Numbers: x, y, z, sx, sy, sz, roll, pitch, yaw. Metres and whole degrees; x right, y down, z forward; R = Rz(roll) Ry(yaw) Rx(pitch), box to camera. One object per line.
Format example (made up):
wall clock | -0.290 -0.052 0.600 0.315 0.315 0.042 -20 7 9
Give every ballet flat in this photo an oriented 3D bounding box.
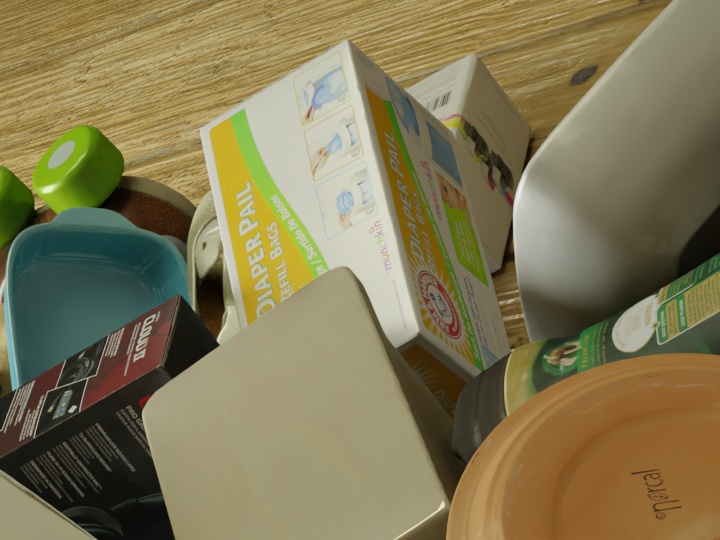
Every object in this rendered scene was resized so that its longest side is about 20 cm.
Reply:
ballet flat | -0.067 0.023 1.614 0.067 0.063 0.201 -1 58 -4

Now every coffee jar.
coffee jar | 0.142 0.058 1.248 0.199 0.104 0.086 -28 25 24

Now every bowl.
bowl | 0.165 -0.036 1.338 0.074 0.200 0.200 36 70 25

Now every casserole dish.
casserole dish | -0.149 0.061 1.620 0.039 0.120 0.201 -42 51 53

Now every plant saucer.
plant saucer | 0.133 0.107 1.113 0.199 0.032 0.201 -2 45 2

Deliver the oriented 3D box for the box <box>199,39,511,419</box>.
box | 0.000 0.000 1.474 0.101 0.112 0.201 -29 51 21

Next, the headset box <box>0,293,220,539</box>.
headset box | -0.119 0.119 1.472 0.199 0.149 0.077 -28 24 20

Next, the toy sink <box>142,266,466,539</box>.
toy sink | -0.007 0.118 1.315 0.130 0.112 0.200 -35 35 7

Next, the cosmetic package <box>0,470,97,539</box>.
cosmetic package | -0.202 0.203 1.391 0.104 0.073 0.201 -49 -11 -42

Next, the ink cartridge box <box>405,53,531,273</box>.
ink cartridge box | 0.027 -0.033 1.655 0.115 0.068 0.200 -27 24 26

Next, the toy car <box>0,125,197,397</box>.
toy car | -0.178 0.047 1.710 0.157 0.164 0.201 -21 37 36
